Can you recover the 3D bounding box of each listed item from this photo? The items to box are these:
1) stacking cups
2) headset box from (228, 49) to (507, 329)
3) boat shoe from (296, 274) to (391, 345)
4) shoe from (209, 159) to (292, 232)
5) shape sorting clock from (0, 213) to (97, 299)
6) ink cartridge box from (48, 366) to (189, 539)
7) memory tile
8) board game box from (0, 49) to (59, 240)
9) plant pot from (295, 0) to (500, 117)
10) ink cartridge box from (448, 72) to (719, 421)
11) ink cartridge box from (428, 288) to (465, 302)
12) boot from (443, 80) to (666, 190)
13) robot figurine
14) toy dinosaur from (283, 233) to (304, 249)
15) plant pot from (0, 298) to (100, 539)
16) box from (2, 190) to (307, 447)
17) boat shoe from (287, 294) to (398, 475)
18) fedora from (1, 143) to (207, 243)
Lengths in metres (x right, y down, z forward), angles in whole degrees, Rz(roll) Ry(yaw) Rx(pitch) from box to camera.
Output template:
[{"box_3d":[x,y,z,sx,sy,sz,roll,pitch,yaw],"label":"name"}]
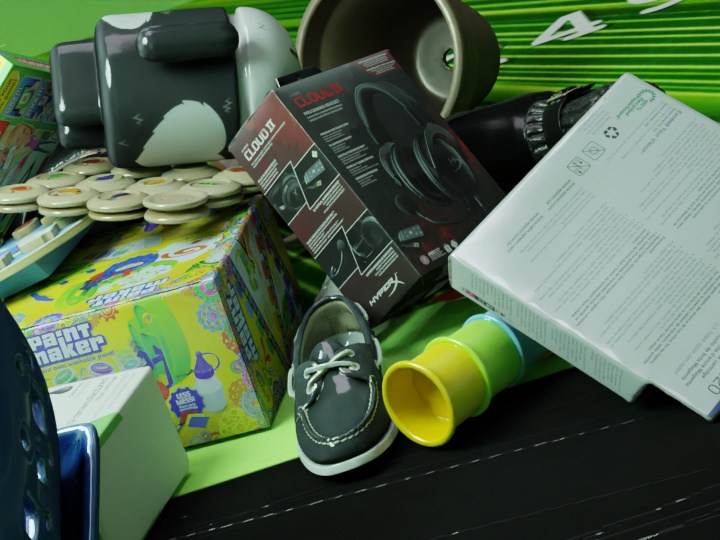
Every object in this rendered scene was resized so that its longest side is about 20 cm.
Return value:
[{"box_3d":[0.097,0.048,1.137,0.060,0.061,0.200,-2,21,43],"label":"stacking cups"},{"box_3d":[0.008,-0.074,1.298,0.149,0.200,0.077,-25,-16,-48],"label":"headset box"},{"box_3d":[0.000,0.000,1.338,0.071,0.070,0.200,-8,21,32],"label":"boat shoe"},{"box_3d":[-0.061,-0.067,1.457,0.054,0.070,0.200,-54,44,-3],"label":"shoe"},{"box_3d":[-0.290,-0.008,1.338,0.199,0.039,0.200,-27,16,8],"label":"shape sorting clock"},{"box_3d":[-0.236,0.149,1.136,0.199,0.084,0.146,-13,20,19],"label":"ink cartridge box"},{"box_3d":[-0.180,-0.065,1.331,0.199,0.017,0.153,5,18,27],"label":"memory tile"},{"box_3d":[-0.310,-0.084,1.395,0.201,0.029,0.134,-57,-15,11],"label":"board game box"},{"box_3d":[0.057,-0.219,1.752,0.199,0.202,0.174,-8,5,32],"label":"plant pot"},{"box_3d":[0.192,-0.013,1.081,0.200,0.043,0.196,34,64,24],"label":"ink cartridge box"},{"box_3d":[0.147,-0.039,1.252,0.160,0.048,0.200,-28,4,-27],"label":"ink cartridge box"},{"box_3d":[0.155,-0.111,1.477,0.210,0.080,0.157,-30,21,-30],"label":"boot"},{"box_3d":[-0.145,-0.145,1.354,0.198,0.126,0.150,-6,18,-9],"label":"robot figurine"},{"box_3d":[-0.026,-0.039,1.533,0.199,0.059,0.101,-23,3,-11],"label":"toy dinosaur"},{"box_3d":[-0.252,0.148,0.936,0.199,0.180,0.201,-17,52,14],"label":"plant pot"},{"box_3d":[-0.162,0.047,1.288,0.199,0.123,0.193,-14,18,14],"label":"box"},{"box_3d":[-0.018,0.075,1.159,0.075,0.061,0.200,-20,18,0],"label":"boat shoe"},{"box_3d":[-0.217,-0.040,1.478,0.199,0.202,0.092,-21,5,-3],"label":"fedora"}]
